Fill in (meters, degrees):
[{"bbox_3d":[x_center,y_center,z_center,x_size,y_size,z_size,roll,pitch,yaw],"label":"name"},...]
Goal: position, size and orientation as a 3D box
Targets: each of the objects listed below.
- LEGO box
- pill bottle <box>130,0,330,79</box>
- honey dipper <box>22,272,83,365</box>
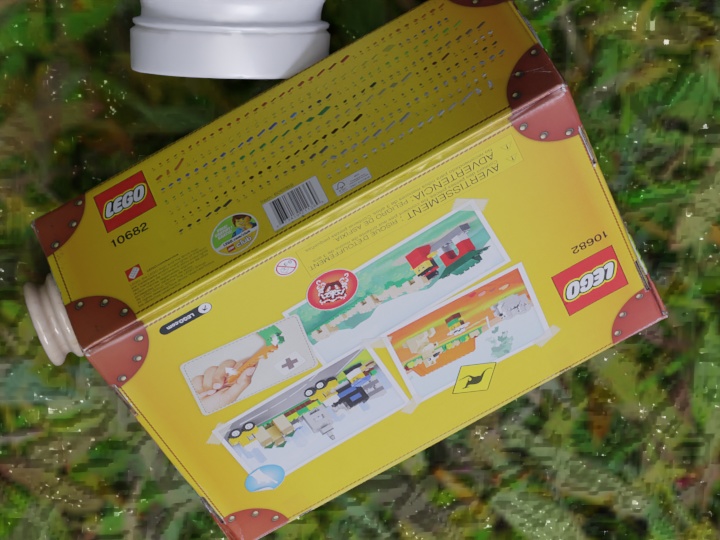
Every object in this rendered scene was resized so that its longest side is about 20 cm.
[{"bbox_3d":[0.000,0.000,0.827,0.200,0.077,0.149,-28,138,2],"label":"LEGO box"},{"bbox_3d":[-0.047,-0.175,0.814,0.112,0.112,0.200,1,99,-3],"label":"pill bottle"},{"bbox_3d":[-0.039,-0.014,0.879,0.200,0.038,0.038,-22,100,-1],"label":"honey dipper"}]
